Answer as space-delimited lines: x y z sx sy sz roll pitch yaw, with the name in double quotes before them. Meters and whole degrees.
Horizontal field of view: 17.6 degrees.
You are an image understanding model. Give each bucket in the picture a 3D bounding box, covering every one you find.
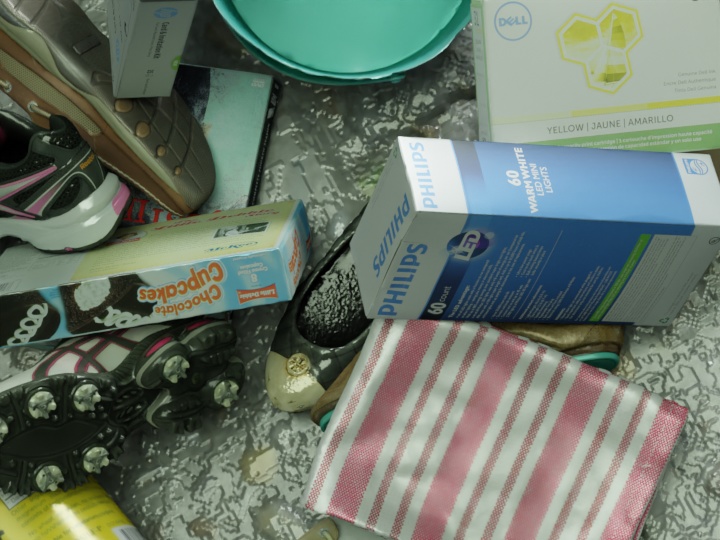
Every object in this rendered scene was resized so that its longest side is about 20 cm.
"bucket" -0.010 -0.213 1.453 0.205 0.135 0.209 0 89 -1

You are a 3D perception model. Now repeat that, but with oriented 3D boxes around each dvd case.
"dvd case" -0.141 -0.039 1.518 0.145 0.022 0.202 9 80 13

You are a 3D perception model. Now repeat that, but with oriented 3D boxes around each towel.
"towel" 0.080 0.110 1.385 0.199 0.030 0.147 23 86 -2

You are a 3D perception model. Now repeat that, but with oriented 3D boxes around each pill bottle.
"pill bottle" -0.212 0.156 1.437 0.111 0.111 0.200 -42 72 -2

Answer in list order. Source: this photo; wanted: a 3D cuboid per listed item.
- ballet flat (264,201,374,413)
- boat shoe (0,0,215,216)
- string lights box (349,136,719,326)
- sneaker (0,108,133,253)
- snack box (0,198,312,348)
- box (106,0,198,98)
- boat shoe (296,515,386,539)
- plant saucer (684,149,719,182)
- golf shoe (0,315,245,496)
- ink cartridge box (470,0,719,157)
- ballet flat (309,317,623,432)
"ballet flat" 0.000 0.000 1.463 0.066 0.057 0.201 32 84 17
"boat shoe" -0.175 -0.105 1.500 0.200 0.076 0.072 46 121 8
"string lights box" 0.105 -0.020 1.368 0.198 0.103 0.059 3 52 -19
"sneaker" -0.237 -0.064 1.478 0.199 0.087 0.081 -6 34 30
"snack box" -0.134 0.002 1.435 0.198 0.116 0.037 -9 106 9
"box" -0.125 -0.214 1.394 0.041 0.200 0.157 -1 70 -14
"boat shoe" -0.014 0.190 1.413 0.075 0.068 0.200 36 85 16
"plant saucer" 0.227 -0.131 1.433 0.198 0.029 0.202 -1 94 -8
"golf shoe" -0.169 0.074 1.415 0.199 0.078 0.088 -18 33 -31
"ink cartridge box" 0.137 -0.167 1.374 0.144 0.048 0.202 -6 101 -8
"ballet flat" 0.061 0.045 1.438 0.198 0.068 0.073 -14 69 4
